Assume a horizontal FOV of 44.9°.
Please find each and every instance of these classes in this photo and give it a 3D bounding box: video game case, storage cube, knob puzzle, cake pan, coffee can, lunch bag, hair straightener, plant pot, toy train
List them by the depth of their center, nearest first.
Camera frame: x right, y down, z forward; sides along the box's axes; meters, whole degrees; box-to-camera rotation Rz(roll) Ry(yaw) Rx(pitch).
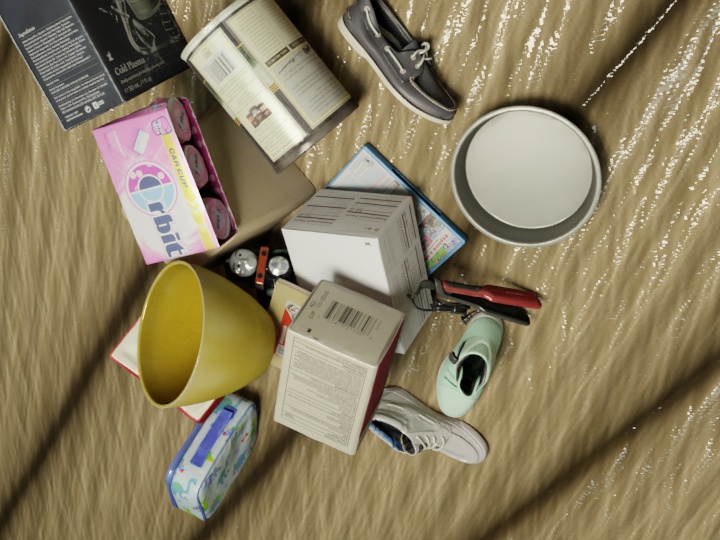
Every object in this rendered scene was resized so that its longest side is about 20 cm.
[{"bbox_3d":[0.220,-0.127,1.159,0.200,0.037,0.201,10,121,18],"label":"cake pan"},{"bbox_3d":[-0.119,-0.252,1.166,0.146,0.146,0.200,-33,101,33],"label":"coffee can"},{"bbox_3d":[-0.205,0.096,1.220,0.142,0.200,0.200,11,136,-37],"label":"plant pot"},{"bbox_3d":[0.154,0.055,1.235,0.200,0.041,0.077,7,129,-20],"label":"hair straightener"},{"bbox_3d":[-0.043,0.107,1.264,0.219,0.030,0.220,15,133,17],"label":"knob puzzle"},{"bbox_3d":[-0.225,-0.107,1.274,0.200,0.177,0.200,-34,100,34],"label":"plant pot"},{"bbox_3d":[0.038,-0.071,1.279,0.200,0.018,0.143,43,124,-4],"label":"video game case"},{"bbox_3d":[-0.147,0.015,1.316,0.114,0.085,0.200,7,166,-2],"label":"toy train"},{"bbox_3d":[-0.267,0.126,1.377,0.171,0.200,0.180,37,166,0],"label":"storage cube"},{"bbox_3d":[-0.251,0.312,1.495,0.082,0.200,0.161,23,149,12],"label":"lunch bag"}]

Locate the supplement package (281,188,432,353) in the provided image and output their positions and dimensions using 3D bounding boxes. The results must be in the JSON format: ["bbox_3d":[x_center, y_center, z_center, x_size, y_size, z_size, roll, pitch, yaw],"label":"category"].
[{"bbox_3d":[0.000,0.000,1.250,0.155,0.111,0.200,7,128,29],"label":"supplement package"}]

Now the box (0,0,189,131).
[{"bbox_3d":[-0.358,-0.327,1.192,0.124,0.200,0.197,-18,110,28],"label":"box"}]

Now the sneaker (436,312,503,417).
[{"bbox_3d":[0.149,0.167,1.305,0.074,0.118,0.201,22,125,8],"label":"sneaker"}]

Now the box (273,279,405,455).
[{"bbox_3d":[-0.031,0.132,1.179,0.128,0.109,0.200,23,135,10],"label":"box"}]

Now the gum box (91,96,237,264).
[{"bbox_3d":[-0.253,-0.119,1.131,0.113,0.066,0.200,-12,109,21],"label":"gum box"}]

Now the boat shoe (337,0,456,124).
[{"bbox_3d":[0.058,-0.274,1.125,0.200,0.073,0.063,46,128,0],"label":"boat shoe"}]

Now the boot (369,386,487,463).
[{"bbox_3d":[0.104,0.271,1.395,0.200,0.096,0.074,28,125,6],"label":"boot"}]
